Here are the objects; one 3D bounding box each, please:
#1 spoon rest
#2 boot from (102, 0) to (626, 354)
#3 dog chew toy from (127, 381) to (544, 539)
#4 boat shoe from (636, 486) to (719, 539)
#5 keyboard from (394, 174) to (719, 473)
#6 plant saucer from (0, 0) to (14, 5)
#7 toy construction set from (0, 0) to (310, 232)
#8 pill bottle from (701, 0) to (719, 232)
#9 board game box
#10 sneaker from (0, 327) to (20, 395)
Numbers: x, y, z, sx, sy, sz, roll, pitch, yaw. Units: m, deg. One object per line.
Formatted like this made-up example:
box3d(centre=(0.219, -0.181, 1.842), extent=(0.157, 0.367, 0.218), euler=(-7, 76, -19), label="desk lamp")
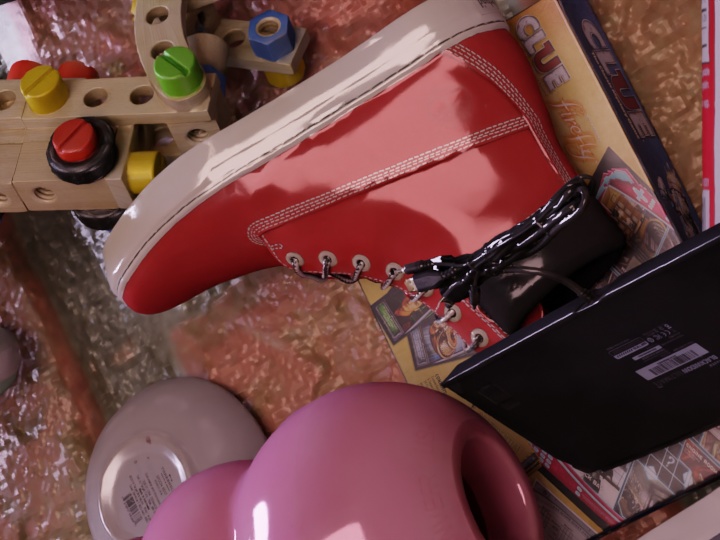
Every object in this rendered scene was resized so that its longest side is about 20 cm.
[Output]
box3d(centre=(-0.060, 0.139, 1.024), extent=(0.099, 0.061, 0.200), euler=(-36, 63, 23), label="spoon rest")
box3d(centre=(0.000, 0.000, 0.933), extent=(0.200, 0.072, 0.144), euler=(-32, 79, 21), label="boot")
box3d(centre=(-0.030, 0.122, 0.920), extent=(0.200, 0.125, 0.125), euler=(-24, 82, 26), label="dog chew toy")
box3d(centre=(0.135, 0.131, 0.911), extent=(0.200, 0.071, 0.070), euler=(-37, 74, 17), label="boat shoe")
box3d(centre=(0.093, 0.013, 0.827), extent=(0.127, 0.021, 0.200), euler=(33, 146, -18), label="keyboard")
box3d(centre=(-0.169, -0.194, 0.966), extent=(0.200, 0.200, 0.027), euler=(-59, 29, 17), label="plant saucer")
box3d(centre=(-0.124, -0.077, 1.006), extent=(0.200, 0.092, 0.131), euler=(-10, 52, 28), label="toy construction set")
box3d(centre=(0.179, -0.078, 0.851), extent=(0.112, 0.112, 0.200), euler=(1, 93, 27), label="pill bottle")
box3d(centre=(0.074, 0.007, 0.953), extent=(0.135, 0.035, 0.200), euler=(-30, 79, 25), label="board game box")
box3d(centre=(-0.227, 0.106, 1.101), extent=(0.200, 0.074, 0.118), euler=(-25, 104, 12), label="sneaker")
